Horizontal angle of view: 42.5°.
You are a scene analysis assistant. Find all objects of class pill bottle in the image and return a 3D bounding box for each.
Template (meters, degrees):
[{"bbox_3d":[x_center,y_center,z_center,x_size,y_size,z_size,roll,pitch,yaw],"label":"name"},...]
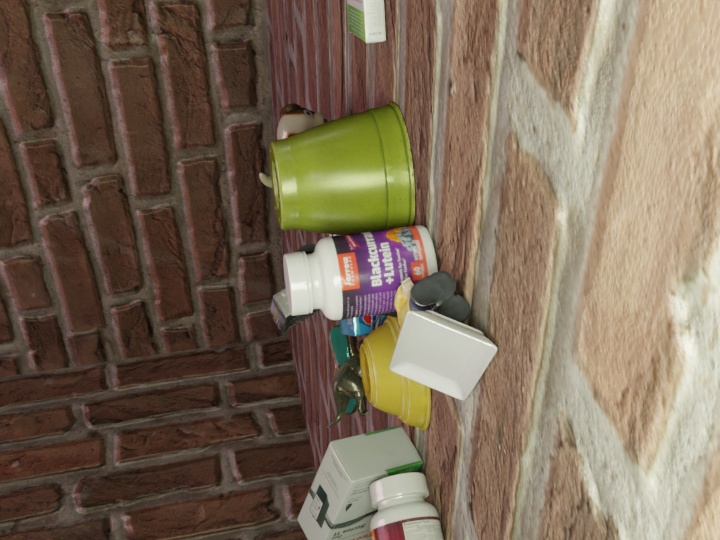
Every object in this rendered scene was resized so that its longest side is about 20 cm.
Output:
[{"bbox_3d":[0.073,0.416,1.387,0.110,0.107,0.203,101,159,-64],"label":"pill bottle"},{"bbox_3d":[-0.002,0.006,1.247,0.111,0.196,0.114,172,90,-81],"label":"pill bottle"}]

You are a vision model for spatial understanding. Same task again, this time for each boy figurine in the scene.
[{"bbox_3d":[0.086,0.071,1.169,0.125,0.064,0.200,57,168,13],"label":"boy figurine"}]

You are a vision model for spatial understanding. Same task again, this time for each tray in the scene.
[{"bbox_3d":[0.094,0.096,1.080,0.201,0.106,0.022,101,-169,-65],"label":"tray"}]

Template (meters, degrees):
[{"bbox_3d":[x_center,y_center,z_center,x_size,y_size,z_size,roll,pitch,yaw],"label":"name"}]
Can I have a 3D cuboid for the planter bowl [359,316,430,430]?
[{"bbox_3d":[0.046,0.153,1.439,0.200,0.082,0.205,173,90,-82],"label":"planter bowl"}]

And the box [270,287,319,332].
[{"bbox_3d":[-0.073,0.035,1.735,0.049,0.198,0.159,57,167,9],"label":"box"}]

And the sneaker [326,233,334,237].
[{"bbox_3d":[-0.031,-0.050,1.455,0.201,0.113,0.073,-71,4,-62],"label":"sneaker"}]

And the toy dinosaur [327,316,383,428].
[{"bbox_3d":[0.000,0.187,1.606,0.102,0.200,0.077,42,174,9],"label":"toy dinosaur"}]

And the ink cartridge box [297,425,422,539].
[{"bbox_3d":[-0.003,0.363,1.520,0.083,0.145,0.202,54,137,36],"label":"ink cartridge box"}]

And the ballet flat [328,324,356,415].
[{"bbox_3d":[-0.026,0.222,2.077,0.065,0.069,0.204,18,-115,-70],"label":"ballet flat"}]

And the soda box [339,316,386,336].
[{"bbox_3d":[0.001,0.084,1.733,0.200,0.063,0.069,164,99,-80],"label":"soda box"}]

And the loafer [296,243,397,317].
[{"bbox_3d":[-0.010,0.033,1.341,0.072,0.198,0.064,-46,24,48],"label":"loafer"}]

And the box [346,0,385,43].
[{"bbox_3d":[0.004,-0.452,1.382,0.145,0.036,0.204,-118,24,-66],"label":"box"}]

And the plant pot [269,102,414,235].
[{"bbox_3d":[-0.035,-0.136,1.371,0.200,0.189,0.205,173,90,-82],"label":"plant pot"}]

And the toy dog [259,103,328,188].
[{"bbox_3d":[-0.107,-0.237,1.797,0.201,0.190,0.142,86,-175,-62],"label":"toy dog"}]
